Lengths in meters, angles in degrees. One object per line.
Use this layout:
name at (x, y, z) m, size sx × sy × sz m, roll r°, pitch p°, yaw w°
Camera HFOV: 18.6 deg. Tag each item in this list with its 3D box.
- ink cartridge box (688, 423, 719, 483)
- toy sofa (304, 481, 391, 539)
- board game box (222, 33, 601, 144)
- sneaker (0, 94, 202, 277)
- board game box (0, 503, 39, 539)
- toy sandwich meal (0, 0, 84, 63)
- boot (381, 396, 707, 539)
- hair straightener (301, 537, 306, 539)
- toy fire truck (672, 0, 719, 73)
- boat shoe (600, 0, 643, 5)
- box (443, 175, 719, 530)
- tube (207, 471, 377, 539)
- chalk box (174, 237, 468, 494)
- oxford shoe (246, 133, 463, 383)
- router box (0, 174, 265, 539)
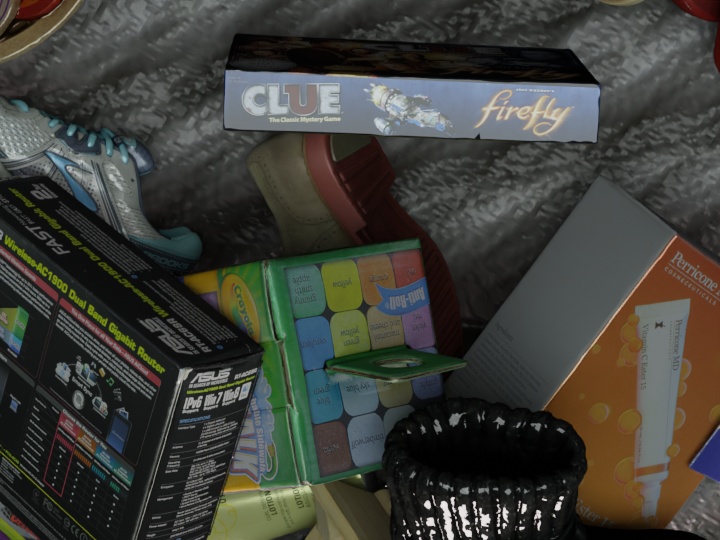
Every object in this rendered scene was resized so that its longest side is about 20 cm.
ink cartridge box at (0.316, 0.077, 1.274) m, size 0.200 × 0.047 × 0.198 m, roll 25°, pitch 106°, yaw -43°
toy sofa at (-0.031, 0.224, 1.280) m, size 0.098 × 0.083 × 0.200 m, roll 26°, pitch 108°, yaw -38°
board game box at (0.026, -0.102, 1.227) m, size 0.200 × 0.135 × 0.035 m, roll 2°, pitch 104°, yaw -2°
sneaker at (-0.170, -0.060, 1.273) m, size 0.086 × 0.078 × 0.200 m, roll -39°, pitch 110°, yaw -2°
board game box at (-0.205, 0.124, 1.314) m, size 0.200 × 0.032 × 0.120 m, roll 7°, pitch 107°, yaw 9°
toy sandwich meal at (-0.233, -0.205, 1.202) m, size 0.205 × 0.070 × 0.205 m, roll -1°, pitch 82°, yaw 10°
boot at (0.112, 0.138, 1.169) m, size 0.211 × 0.079 × 0.158 m, roll -7°, pitch 126°, yaw -15°
hair straightener at (-0.007, 0.191, 1.343) m, size 0.200 × 0.041 × 0.077 m, roll -28°, pitch 103°, yaw 0°
toy fire truck at (0.271, -0.200, 1.230) m, size 0.168 × 0.112 × 0.200 m, roll 0°, pitch 106°, yaw -20°
boat shoe at (0.133, -0.246, 1.218) m, size 0.071 × 0.065 × 0.200 m, roll 2°, pitch 100°, yaw 33°
box at (0.140, 0.069, 1.266) m, size 0.124 × 0.097 × 0.200 m, roll 32°, pitch 98°, yaw -30°
tube at (-0.090, 0.145, 1.331) m, size 0.200 × 0.052 × 0.058 m, roll -15°, pitch 59°, yaw 8°
chalk box at (-0.036, 0.052, 1.199) m, size 0.200 × 0.124 × 0.124 m, roll -11°, pitch 88°, yaw 42°
oxford shoe at (0.000, 0.000, 1.298) m, size 0.075 × 0.070 × 0.200 m, roll -12°, pitch 111°, yaw 33°
router box at (-0.152, 0.060, 1.178) m, size 0.200 × 0.062 × 0.150 m, roll 36°, pitch 121°, yaw 34°
